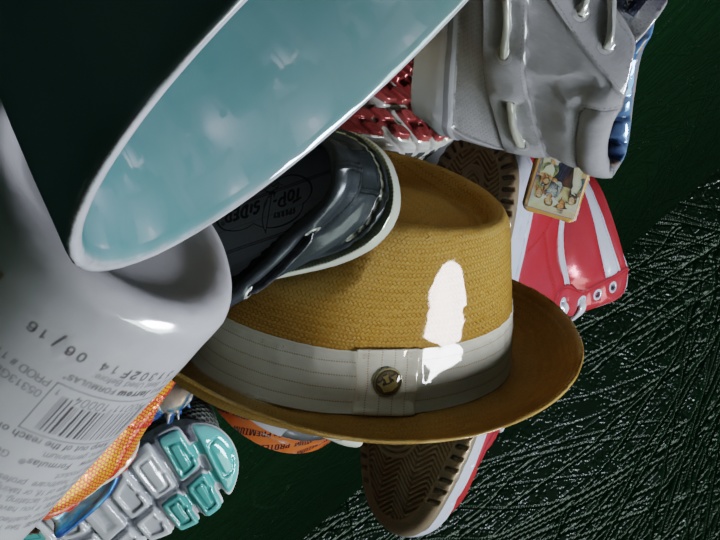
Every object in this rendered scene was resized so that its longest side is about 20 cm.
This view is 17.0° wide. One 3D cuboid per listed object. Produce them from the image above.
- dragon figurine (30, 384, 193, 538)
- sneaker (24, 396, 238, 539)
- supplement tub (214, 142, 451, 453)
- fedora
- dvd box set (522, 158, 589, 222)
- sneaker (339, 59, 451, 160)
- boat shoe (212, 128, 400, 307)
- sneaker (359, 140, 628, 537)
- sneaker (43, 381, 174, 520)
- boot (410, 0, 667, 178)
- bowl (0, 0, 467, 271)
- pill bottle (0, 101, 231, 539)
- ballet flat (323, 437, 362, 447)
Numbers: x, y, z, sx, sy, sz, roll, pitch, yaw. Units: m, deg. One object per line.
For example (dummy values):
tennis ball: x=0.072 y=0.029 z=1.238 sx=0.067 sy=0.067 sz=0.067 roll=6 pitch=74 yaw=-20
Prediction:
dragon figurine: x=-0.162 y=0.103 z=1.274 sx=0.200 sy=0.059 sz=0.099 roll=-44 pitch=171 yaw=1
sneaker: x=-0.159 y=0.129 z=1.378 sx=0.199 sy=0.078 sz=0.091 roll=-27 pitch=-150 yaw=9
supplement tub: x=-0.003 y=0.008 z=1.320 sx=0.122 sy=0.123 sz=0.200 roll=-33 pitch=166 yaw=-48
fedora: x=0.000 y=0.000 z=1.017 sx=0.200 sy=0.200 sz=0.082 roll=-31 pitch=134 yaw=-54
dvd box set: x=0.121 y=-0.141 z=1.099 sx=0.147 sy=0.029 sz=0.201 roll=-69 pitch=175 yaw=-48
sneaker: x=0.003 y=-0.068 z=1.133 sx=0.082 sy=0.078 sz=0.200 roll=-43 pitch=171 yaw=14
boat shoe: x=-0.084 y=-0.007 z=0.939 sx=0.198 sy=0.075 sz=0.066 roll=-15 pitch=171 yaw=10
sneaker: x=0.069 y=0.036 z=1.194 sx=0.112 sy=0.071 sz=0.201 roll=7 pitch=101 yaw=-52
sneaker: x=-0.112 y=0.031 z=1.149 sx=0.200 sy=0.073 sz=0.077 roll=-53 pitch=173 yaw=-5
boot: x=0.075 y=-0.123 z=0.931 sx=0.200 sy=0.095 sz=0.074 roll=90 pitch=25 yaw=-47
bowl: x=-0.037 y=-0.105 z=0.678 sx=0.201 sy=0.105 sz=0.201 roll=-41 pitch=171 yaw=-8
pill bottle: x=-0.148 y=0.042 z=0.862 sx=0.200 sy=0.114 sz=0.114 roll=-47 pitch=171 yaw=23
ballet flat: x=-0.019 y=0.049 z=1.152 sx=0.067 sy=0.070 sz=0.200 roll=-53 pitch=-162 yaw=-9
